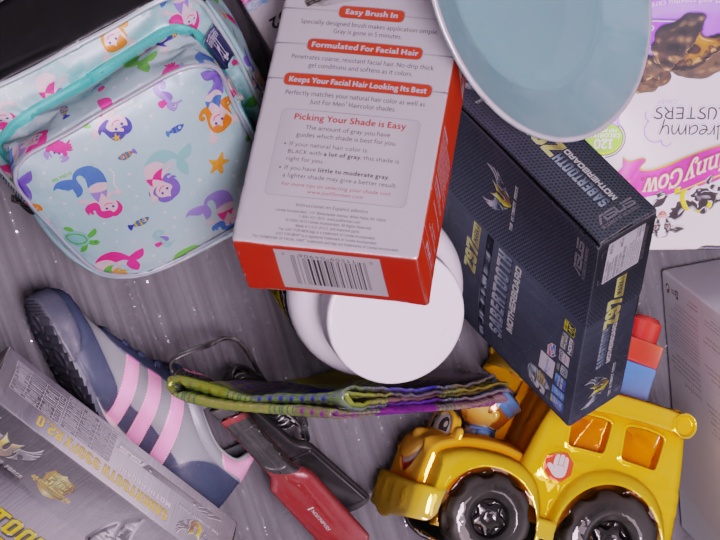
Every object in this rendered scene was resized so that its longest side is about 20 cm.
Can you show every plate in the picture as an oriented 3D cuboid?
[{"bbox_3d":[0.102,-0.174,1.343,0.200,0.026,0.201,10,76,-43],"label":"plate"}]

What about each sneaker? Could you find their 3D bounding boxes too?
[{"bbox_3d":[-0.145,0.077,1.492,0.082,0.070,0.200,-40,116,-16],"label":"sneaker"}]

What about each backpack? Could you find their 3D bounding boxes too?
[{"bbox_3d":[-0.137,-0.086,1.384,0.177,0.151,0.200,-28,141,3],"label":"backpack"}]

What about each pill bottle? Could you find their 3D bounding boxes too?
[{"bbox_3d":[0.000,0.000,1.424,0.112,0.200,0.113,-3,106,-12],"label":"pill bottle"}]

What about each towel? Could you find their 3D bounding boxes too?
[{"bbox_3d":[-0.012,0.076,1.436,0.200,0.143,0.023,1,92,-54],"label":"towel"}]

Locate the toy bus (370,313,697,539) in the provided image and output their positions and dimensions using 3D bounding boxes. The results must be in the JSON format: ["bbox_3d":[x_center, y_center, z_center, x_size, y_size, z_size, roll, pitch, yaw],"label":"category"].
[{"bbox_3d":[0.127,0.111,1.532,0.199,0.136,0.193,15,89,-14],"label":"toy bus"}]

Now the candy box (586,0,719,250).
[{"bbox_3d":[0.212,-0.116,1.507,0.167,0.072,0.201,-1,106,-13],"label":"candy box"}]

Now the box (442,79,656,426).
[{"bbox_3d":[0.107,-0.017,1.421,0.051,0.158,0.200,-29,150,-22],"label":"box"}]

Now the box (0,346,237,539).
[{"bbox_3d":[-0.205,0.158,1.465,0.200,0.048,0.158,40,127,-21],"label":"box"}]

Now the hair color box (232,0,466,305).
[{"bbox_3d":[0.000,-0.085,1.324,0.110,0.064,0.201,6,64,11],"label":"hair color box"}]

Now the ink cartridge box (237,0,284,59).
[{"bbox_3d":[-0.028,-0.200,1.429,0.115,0.068,0.200,-31,111,-1],"label":"ink cartridge box"}]

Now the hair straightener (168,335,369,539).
[{"bbox_3d":[-0.060,0.108,1.515,0.041,0.077,0.200,-28,126,26],"label":"hair straightener"}]

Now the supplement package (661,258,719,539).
[{"bbox_3d":[0.309,0.100,1.550,0.150,0.152,0.201,-10,108,-11],"label":"supplement package"}]
